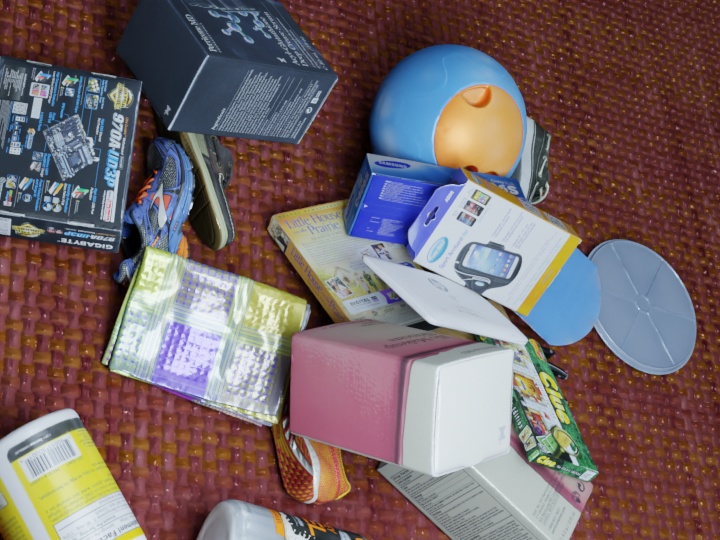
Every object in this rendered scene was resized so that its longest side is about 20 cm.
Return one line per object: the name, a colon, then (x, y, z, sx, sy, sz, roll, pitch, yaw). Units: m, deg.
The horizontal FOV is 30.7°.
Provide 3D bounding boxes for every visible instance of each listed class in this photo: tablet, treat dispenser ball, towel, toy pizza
tablet: (0.098, 0.033, 1.480, 0.199, 0.014, 0.130, 15, 22, -51)
treat dispenser ball: (0.109, -0.180, 1.639, 0.199, 0.201, 0.203, 15, 58, -26)
towel: (-0.158, 0.070, 1.392, 0.198, 0.023, 0.145, 21, 84, -13)
toy pizza: (0.380, 0.052, 1.804, 0.198, 0.032, 0.202, 15, 58, -25)

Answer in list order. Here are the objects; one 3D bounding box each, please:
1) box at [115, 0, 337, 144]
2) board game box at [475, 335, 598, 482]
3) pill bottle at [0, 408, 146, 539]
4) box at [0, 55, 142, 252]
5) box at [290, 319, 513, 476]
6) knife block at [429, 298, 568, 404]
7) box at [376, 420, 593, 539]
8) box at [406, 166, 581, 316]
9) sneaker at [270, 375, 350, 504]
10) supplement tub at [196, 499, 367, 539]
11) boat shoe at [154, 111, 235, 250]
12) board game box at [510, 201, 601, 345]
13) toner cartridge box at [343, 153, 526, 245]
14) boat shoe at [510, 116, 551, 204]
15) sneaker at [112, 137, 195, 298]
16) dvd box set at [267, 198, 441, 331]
box: (-0.154, -0.239, 1.513, 0.199, 0.107, 0.149, 0, 44, -45)
board game box: (0.198, 0.146, 1.498, 0.104, 0.023, 0.201, 26, 31, -39)
pill bottle: (-0.269, 0.242, 1.218, 0.114, 0.114, 0.201, -25, 80, -39)
box: (-0.324, -0.127, 1.403, 0.157, 0.046, 0.202, 8, 60, -12)
box: (0.040, 0.123, 1.331, 0.127, 0.199, 0.110, -8, 103, -47)
knife block: (0.156, 0.131, 1.591, 0.199, 0.064, 0.177, -17, 74, -39)
box: (0.141, 0.235, 1.484, 0.200, 0.128, 0.109, 44, 48, -6)
box: (0.149, -0.036, 1.544, 0.199, 0.120, 0.042, 26, 20, -24)
sneaker: (-0.060, 0.158, 1.443, 0.077, 0.073, 0.202, 8, 67, -48)
supplement tub: (-0.063, 0.311, 1.311, 0.198, 0.122, 0.124, 20, 56, -24)
boat shoe: (-0.176, -0.120, 1.504, 0.064, 0.073, 0.202, -11, 72, -31)
board game box: (0.218, 0.009, 1.677, 0.200, 0.039, 0.158, 42, 51, -8)
toner cartridge box: (0.088, -0.075, 1.562, 0.198, 0.096, 0.043, 8, 37, -19)
boat shoe: (0.227, -0.126, 1.774, 0.063, 0.071, 0.202, 27, 52, -16)
sneaker: (-0.229, -0.062, 1.439, 0.078, 0.075, 0.202, 12, 58, -24)
dvd box set: (0.000, 0.000, 1.537, 0.145, 0.030, 0.201, -14, 55, -38)
